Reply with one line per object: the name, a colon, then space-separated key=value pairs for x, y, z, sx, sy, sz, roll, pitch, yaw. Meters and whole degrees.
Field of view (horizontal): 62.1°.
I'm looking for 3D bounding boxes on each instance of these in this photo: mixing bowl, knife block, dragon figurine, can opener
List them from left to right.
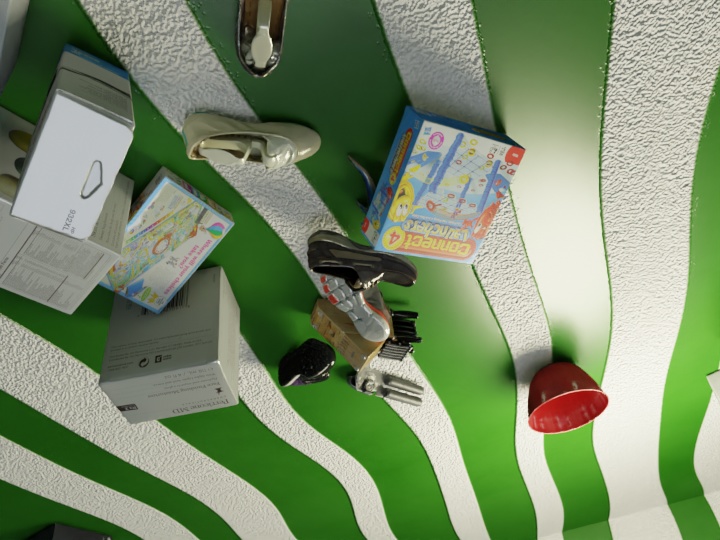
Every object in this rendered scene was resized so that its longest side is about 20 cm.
knife block: x=0.022 y=0.102 z=1.174 sx=0.175 sy=0.199 sz=0.065 roll=-39 pitch=167 yaw=-39
dragon figurine: x=0.029 y=-0.093 z=0.957 sx=0.099 sy=0.060 sz=0.197 roll=-37 pitch=133 yaw=27
can opener: x=0.057 y=0.268 z=1.378 sx=0.196 sy=0.055 sz=0.066 roll=23 pitch=161 yaw=-33
mixing bowl: x=0.482 y=0.293 z=1.437 sx=0.193 sy=0.111 sz=0.204 roll=-6 pitch=139 yaw=-5

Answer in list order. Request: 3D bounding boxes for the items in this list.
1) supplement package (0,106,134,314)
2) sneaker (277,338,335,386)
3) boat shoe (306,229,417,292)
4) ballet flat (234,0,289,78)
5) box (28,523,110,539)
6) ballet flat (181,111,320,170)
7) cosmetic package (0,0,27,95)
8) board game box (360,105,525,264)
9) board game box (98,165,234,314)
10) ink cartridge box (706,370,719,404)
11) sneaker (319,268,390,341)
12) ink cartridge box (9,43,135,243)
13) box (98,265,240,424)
supplement package: x=-0.438 y=-0.075 z=0.806 sx=0.150 sy=0.155 sz=0.198 roll=-37 pitch=132 yaw=27
sneaker: x=-0.089 y=0.190 z=1.220 sx=0.085 sy=0.078 sz=0.198 roll=11 pitch=156 yaw=-31
boat shoe: x=0.000 y=0.000 z=0.987 sx=0.194 sy=0.076 sz=0.075 roll=16 pitch=155 yaw=-11
ballet flat: x=-0.108 y=-0.312 z=0.683 sx=0.069 sy=0.074 sz=0.204 roll=2 pitch=136 yaw=-14
box: x=-0.870 y=0.849 z=1.746 sx=0.197 sy=0.126 sz=0.198 roll=-32 pitch=135 yaw=20
ballet flat: x=-0.148 y=-0.170 z=0.831 sx=0.193 sy=0.071 sz=0.071 roll=3 pitch=137 yaw=-15
cosmetic package: x=-0.440 y=-0.299 z=0.587 sx=0.195 sy=0.126 sz=0.200 roll=16 pitch=132 yaw=-29
board game box: x=0.122 y=-0.119 z=0.892 sx=0.194 sy=0.056 sz=0.201 roll=6 pitch=119 yaw=-30
board game box: x=-0.307 y=-0.040 z=0.918 sx=0.200 sy=0.034 sz=0.133 roll=-47 pitch=130 yaw=10
ink cartridge box: x=1.045 y=0.323 z=1.559 sx=0.197 sy=0.149 sz=0.146 roll=-31 pitch=136 yaw=22
sneaker: x=-0.007 y=0.034 z=1.089 sx=0.075 sy=0.083 sz=0.203 roll=-16 pitch=119 yaw=30
ink cartridge box: x=-0.325 y=-0.152 z=0.683 sx=0.082 sy=0.201 sz=0.147 roll=21 pitch=110 yaw=-33
box: x=-0.312 y=0.124 z=1.015 sx=0.192 sy=0.204 sz=0.133 roll=-11 pitch=139 yaw=0
